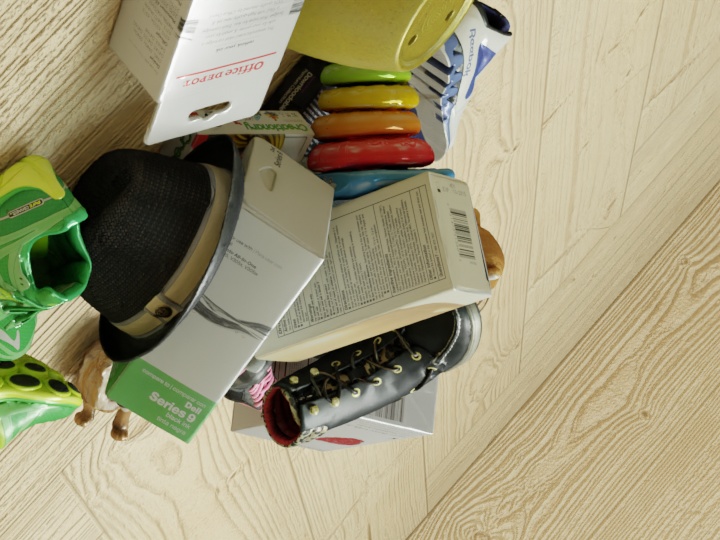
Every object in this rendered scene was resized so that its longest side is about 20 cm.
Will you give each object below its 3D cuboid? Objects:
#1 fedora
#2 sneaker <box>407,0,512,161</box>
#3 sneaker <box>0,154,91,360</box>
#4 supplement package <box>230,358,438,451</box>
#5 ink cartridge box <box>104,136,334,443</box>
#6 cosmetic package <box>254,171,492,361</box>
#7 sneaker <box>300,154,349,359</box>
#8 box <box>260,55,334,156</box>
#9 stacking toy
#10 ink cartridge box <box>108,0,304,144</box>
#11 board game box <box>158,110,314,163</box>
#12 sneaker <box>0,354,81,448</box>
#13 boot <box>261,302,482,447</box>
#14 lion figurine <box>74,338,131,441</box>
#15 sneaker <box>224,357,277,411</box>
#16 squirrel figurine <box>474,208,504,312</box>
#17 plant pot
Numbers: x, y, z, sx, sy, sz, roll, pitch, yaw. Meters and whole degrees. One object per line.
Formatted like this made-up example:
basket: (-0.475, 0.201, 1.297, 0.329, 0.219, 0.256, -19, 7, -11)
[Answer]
fedora: (-0.173, -0.031, 1.520, 0.201, 0.091, 0.201, -43, -148, 36)
sneaker: (0.096, -0.199, 1.968, 0.115, 0.080, 0.200, -42, 161, -23)
sneaker: (-0.244, 0.007, 1.463, 0.074, 0.083, 0.201, -37, 159, -38)
supplement package: (-0.025, 0.106, 2.016, 0.200, 0.121, 0.121, -16, -116, 55)
ink cartridge box: (-0.110, 0.014, 1.597, 0.200, 0.084, 0.146, -53, -167, 22)
cosmetic package: (0.000, 0.000, 1.669, 0.199, 0.106, 0.071, -18, 165, 29)
sneaker: (-0.042, -0.005, 1.799, 0.146, 0.202, 0.077, -35, -150, 25)
box: (-0.058, -0.120, 1.795, 0.200, 0.036, 0.143, -50, 164, 0)
stacking toy: (0.005, -0.160, 1.688, 0.109, 0.116, 0.202, -3, 92, -35)
ink cartridge box: (-0.102, -0.191, 1.410, 0.115, 0.067, 0.201, -20, 148, -40)
board game box: (-0.132, -0.046, 1.681, 0.126, 0.035, 0.201, -4, 134, -43)
sneaker: (-0.299, 0.113, 1.544, 0.199, 0.074, 0.084, -12, 133, -52)
boot: (0.009, 0.084, 1.744, 0.153, 0.074, 0.204, -24, 168, -30)
lion figurine: (-0.197, 0.077, 1.818, 0.200, 0.072, 0.123, -54, 166, -54)
sneaker: (-0.106, 0.097, 1.927, 0.079, 0.095, 0.200, -46, -170, -11)
squirrel figurine: (0.055, 0.002, 2.142, 0.186, 0.142, 0.200, -23, 140, 14)
plant pot: (0.007, -0.231, 1.522, 0.200, 0.142, 0.200, -45, 164, -17)
